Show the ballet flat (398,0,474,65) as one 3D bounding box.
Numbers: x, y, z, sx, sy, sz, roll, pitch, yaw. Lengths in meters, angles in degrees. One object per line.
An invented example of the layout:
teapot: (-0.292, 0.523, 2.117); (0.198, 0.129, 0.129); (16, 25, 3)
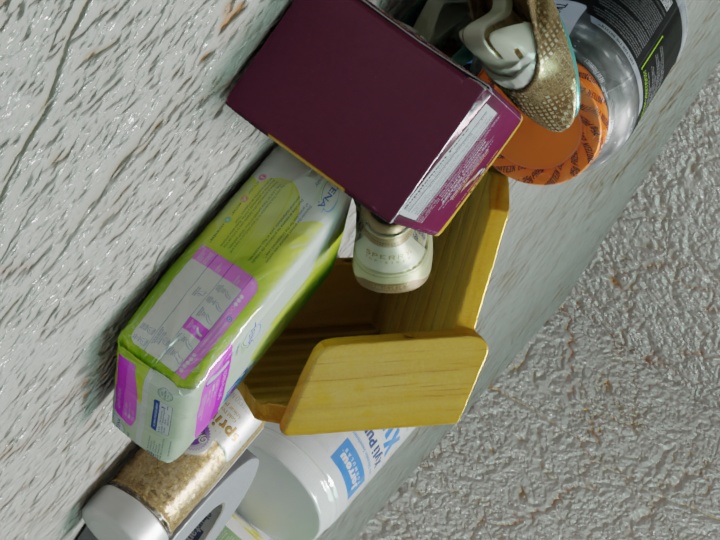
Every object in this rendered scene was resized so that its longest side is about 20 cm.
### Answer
ballet flat: (0.037, -0.153, 1.628); (0.200, 0.067, 0.070); (-47, 149, -42)

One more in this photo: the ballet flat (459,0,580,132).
ballet flat: (0.083, -0.175, 1.475); (0.065, 0.200, 0.070); (-28, -164, -38)

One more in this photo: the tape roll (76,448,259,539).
tape roll: (-0.170, 0.216, 1.955); (0.200, 0.066, 0.200); (-52, 170, -12)

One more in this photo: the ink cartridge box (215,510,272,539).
ink cartridge box: (-0.094, 0.272, 2.124); (0.048, 0.200, 0.146); (-51, 171, 1)

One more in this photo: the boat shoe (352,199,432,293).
boat shoe: (0.024, -0.072, 1.636); (0.200, 0.073, 0.063); (-94, -179, -46)

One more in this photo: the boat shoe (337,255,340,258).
boat shoe: (-0.042, 0.035, 1.911); (0.072, 0.065, 0.200); (-49, 170, -24)

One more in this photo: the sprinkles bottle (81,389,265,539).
sprinkles bottle: (-0.132, 0.138, 1.844); (0.200, 0.068, 0.068); (-50, 171, -24)

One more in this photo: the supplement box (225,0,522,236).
supplement box: (0.014, -0.099, 1.465); (0.103, 0.131, 0.200); (-54, 170, 4)

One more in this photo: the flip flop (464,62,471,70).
flip flop: (0.111, -0.136, 1.809); (0.200, 0.081, 0.058); (-32, 154, 13)

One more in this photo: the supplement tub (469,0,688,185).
supplement tub: (0.150, -0.146, 1.646); (0.123, 0.123, 0.200); (-59, 176, 36)

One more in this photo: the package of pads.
package of pads: (-0.089, 0.020, 1.600); (0.200, 0.068, 0.155); (-52, 172, -23)

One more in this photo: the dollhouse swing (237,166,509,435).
dollhouse swing: (0.000, 0.000, 1.709); (0.200, 0.182, 0.176); (-127, -144, -67)

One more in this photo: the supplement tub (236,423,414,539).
supplement tub: (-0.031, 0.141, 2.171); (0.200, 0.132, 0.132); (-48, 170, -35)
